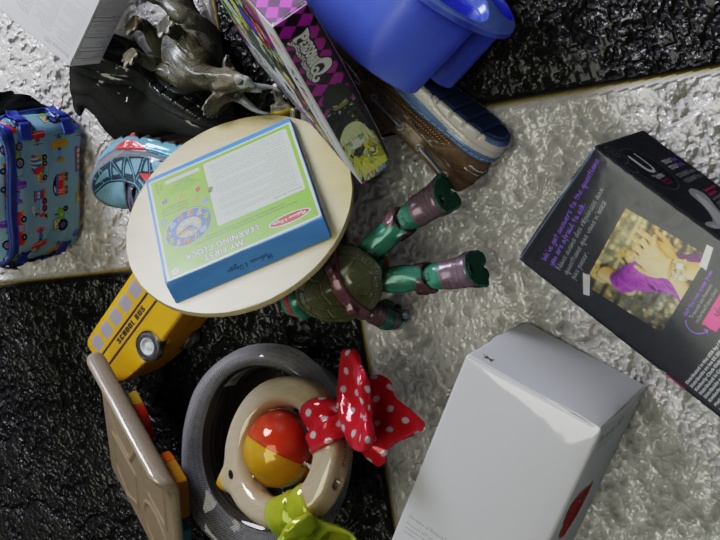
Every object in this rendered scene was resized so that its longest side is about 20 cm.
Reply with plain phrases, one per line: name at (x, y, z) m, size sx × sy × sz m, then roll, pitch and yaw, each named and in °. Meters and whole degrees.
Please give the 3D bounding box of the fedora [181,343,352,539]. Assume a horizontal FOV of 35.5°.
fedora at (-0.073, 0.161, 1.047) m, size 0.177 × 0.090 × 0.200 m, roll 12°, pitch 101°, yaw 26°

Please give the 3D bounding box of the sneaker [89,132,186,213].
sneaker at (-0.186, -0.069, 1.033) m, size 0.200 × 0.096 × 0.079 m, roll 3°, pitch 140°, yaw 35°

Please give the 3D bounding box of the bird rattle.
bird rattle at (-0.052, 0.152, 0.934) m, size 0.163 × 0.113 × 0.200 m, roll 23°, pitch 102°, yaw 38°

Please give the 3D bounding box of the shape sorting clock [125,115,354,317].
shape sorting clock at (-0.101, -0.047, 0.936) m, size 0.200 × 0.200 × 0.039 m, roll 11°, pitch 149°, yaw 28°

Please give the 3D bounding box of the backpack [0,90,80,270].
backpack at (-0.392, -0.083, 1.117) m, size 0.134 × 0.200 × 0.183 m, roll 15°, pitch 107°, yaw 27°

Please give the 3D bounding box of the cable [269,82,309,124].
cable at (-0.042, -0.069, 1.020) m, size 0.097 × 0.050 × 0.200 m, roll 14°, pitch 119°, yaw 24°

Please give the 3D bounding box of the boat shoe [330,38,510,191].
boat shoe at (0.027, -0.143, 0.936) m, size 0.200 × 0.072 × 0.072 m, roll 44°, pitch 119°, yaw 15°

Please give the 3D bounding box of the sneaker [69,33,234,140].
sneaker at (-0.200, -0.158, 1.075) m, size 0.200 × 0.076 × 0.091 m, roll 29°, pitch 125°, yaw 27°

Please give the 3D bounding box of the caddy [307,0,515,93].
caddy at (0.029, -0.230, 0.876) m, size 0.200 × 0.141 × 0.105 m, roll 45°, pitch 119°, yaw 14°

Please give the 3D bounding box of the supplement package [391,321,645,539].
supplement package at (0.125, 0.165, 0.915) m, size 0.120 × 0.121 × 0.200 m, roll 29°, pitch 114°, yaw 23°

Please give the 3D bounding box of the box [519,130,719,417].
box at (0.237, 0.002, 0.815) m, size 0.200 × 0.122 × 0.106 m, roll 41°, pitch 118°, yaw 17°

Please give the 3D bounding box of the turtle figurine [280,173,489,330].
turtle figurine at (0.000, 0.000, 0.952) m, size 0.200 × 0.101 × 0.150 m, roll -20°, pitch 115°, yaw 29°

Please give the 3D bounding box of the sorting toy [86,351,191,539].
sorting toy at (-0.205, 0.198, 1.093) m, size 0.185 × 0.036 × 0.200 m, roll 50°, pitch 152°, yaw 39°

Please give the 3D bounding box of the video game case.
video game case at (-0.063, -0.184, 0.890) m, size 0.036 × 0.181 × 0.200 m, roll -36°, pitch 51°, yaw -3°

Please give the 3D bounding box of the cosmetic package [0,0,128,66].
cosmetic package at (-0.306, -0.277, 1.026) m, size 0.200 × 0.051 × 0.083 m, roll 39°, pitch 113°, yaw 12°

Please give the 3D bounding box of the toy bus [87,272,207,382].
toy bus at (-0.183, 0.025, 1.099) m, size 0.078 × 0.065 × 0.200 m, roll 48°, pitch 120°, yaw 15°

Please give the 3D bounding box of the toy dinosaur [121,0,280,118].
toy dinosaur at (-0.157, -0.202, 1.016) m, size 0.077 × 0.102 × 0.200 m, roll -45°, pitch 43°, yaw 16°
